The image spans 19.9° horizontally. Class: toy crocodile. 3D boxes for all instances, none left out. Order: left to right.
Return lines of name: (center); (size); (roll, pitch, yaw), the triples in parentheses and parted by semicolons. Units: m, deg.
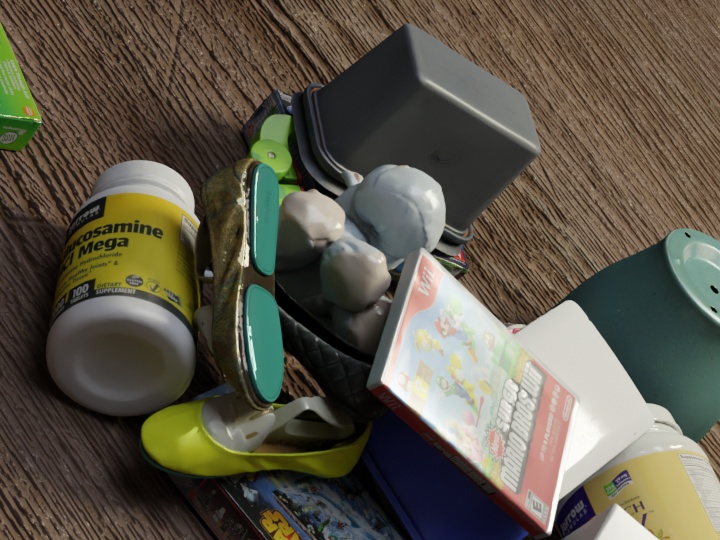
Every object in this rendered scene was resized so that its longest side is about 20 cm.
toy crocodile: (-0.070, -0.049, 1.787); (0.062, 0.068, 0.200); (4, 53, -20)

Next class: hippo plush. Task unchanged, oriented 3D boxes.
hippo plush: (0.000, 0.000, 1.668); (0.161, 0.200, 0.159); (-32, 88, -37)

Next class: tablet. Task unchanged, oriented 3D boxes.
tablet: (0.156, 0.109, 1.670); (0.200, 0.014, 0.130); (-29, 83, -47)

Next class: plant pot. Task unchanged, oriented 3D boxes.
plant pot: (0.283, 0.068, 1.932); (0.200, 0.188, 0.200); (28, 34, -21)

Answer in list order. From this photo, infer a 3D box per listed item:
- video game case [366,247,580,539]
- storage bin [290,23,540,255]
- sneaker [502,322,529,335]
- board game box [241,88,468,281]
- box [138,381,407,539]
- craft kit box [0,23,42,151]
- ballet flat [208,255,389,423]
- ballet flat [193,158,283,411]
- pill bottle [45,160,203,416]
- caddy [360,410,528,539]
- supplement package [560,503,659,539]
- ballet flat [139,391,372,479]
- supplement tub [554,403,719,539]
video game case: (0.091, 0.095, 1.577); (0.200, 0.017, 0.143); (43, 43, -25)
storage bin: (0.058, -0.131, 1.844); (0.200, 0.134, 0.146); (29, 34, -34)
sneaker: (0.112, 0.084, 1.785); (0.075, 0.081, 0.200); (31, -9, 10)
board game box: (-0.003, -0.049, 1.884); (0.200, 0.062, 0.200); (22, 39, -29)
box: (-0.061, 0.175, 1.579); (0.200, 0.040, 0.137); (50, 32, 12)
craft kit box: (-0.380, -0.194, 1.673); (0.197, 0.049, 0.200); (4, 49, -41)
ballet flat: (-0.044, 0.035, 1.574); (0.200, 0.057, 0.066); (43, 17, 13)
ballet flat: (-0.094, 0.013, 1.525); (0.071, 0.071, 0.200); (15, 63, -36)
pill bottle: (-0.177, 0.007, 1.585); (0.112, 0.112, 0.200); (28, 35, -21)
caddy: (0.061, 0.164, 1.663); (0.200, 0.105, 0.141); (57, 17, 9)
supplement package: (0.166, 0.300, 1.545); (0.121, 0.120, 0.200); (40, 53, -2)
ballet flat: (-0.072, 0.117, 1.536); (0.200, 0.067, 0.067); (9, 46, -40)
supplement tub: (0.250, 0.229, 1.747); (0.145, 0.145, 0.200); (11, 43, -39)
